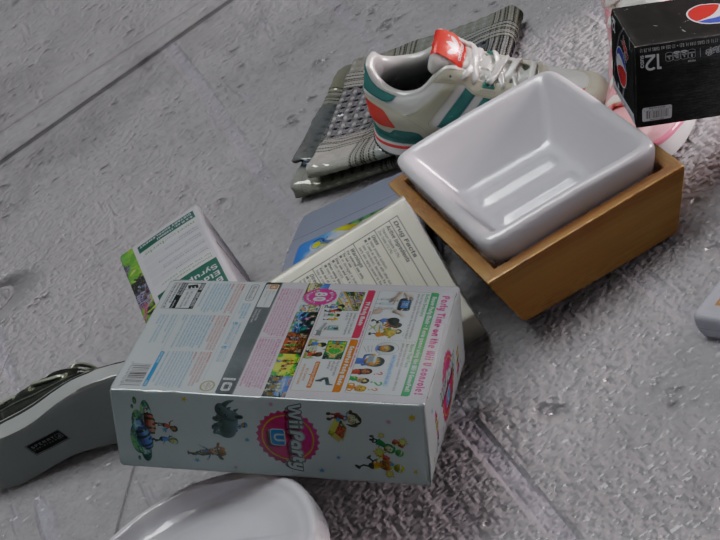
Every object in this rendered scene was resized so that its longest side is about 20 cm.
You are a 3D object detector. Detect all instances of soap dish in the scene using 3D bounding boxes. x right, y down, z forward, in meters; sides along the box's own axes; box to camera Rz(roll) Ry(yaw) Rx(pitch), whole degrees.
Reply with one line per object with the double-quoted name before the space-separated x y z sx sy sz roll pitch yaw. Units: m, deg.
"soap dish" 0.125 -0.054 1.369 0.157 0.082 0.200 -30 29 -6

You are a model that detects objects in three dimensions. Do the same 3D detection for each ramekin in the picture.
"ramekin" -0.089 0.226 1.170 0.201 0.094 0.203 -25 31 16

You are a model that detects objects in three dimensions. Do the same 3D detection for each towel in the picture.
"towel" 0.037 -0.150 1.658 0.199 0.035 0.193 -16 34 30

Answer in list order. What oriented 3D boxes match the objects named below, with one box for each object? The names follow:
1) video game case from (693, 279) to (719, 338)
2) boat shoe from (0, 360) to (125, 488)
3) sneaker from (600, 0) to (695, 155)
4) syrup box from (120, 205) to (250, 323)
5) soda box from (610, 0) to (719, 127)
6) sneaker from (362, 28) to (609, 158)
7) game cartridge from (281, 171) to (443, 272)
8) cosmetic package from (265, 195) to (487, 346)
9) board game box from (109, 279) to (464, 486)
"video game case" 0.329 -0.018 1.183 0.199 0.022 0.182 8 50 50
"boat shoe" -0.226 0.104 1.504 0.199 0.071 0.064 -23 40 21
"sneaker" 0.210 -0.170 1.444 0.075 0.105 0.201 -10 38 33
"syrup box" -0.120 0.034 1.497 0.079 0.082 0.200 -35 28 1
"soda box" 0.276 -0.153 1.321 0.199 0.064 0.071 -8 31 -4
"sneaker" 0.094 -0.143 1.499 0.198 0.094 0.071 -3 45 21
"game cartridge" 0.000 0.000 1.475 0.133 0.041 0.200 -27 30 20
"cosmetic package" -0.023 0.048 1.342 0.199 0.073 0.104 -31 73 3
"board game box" -0.042 0.067 1.227 0.199 0.065 0.148 1 29 12
